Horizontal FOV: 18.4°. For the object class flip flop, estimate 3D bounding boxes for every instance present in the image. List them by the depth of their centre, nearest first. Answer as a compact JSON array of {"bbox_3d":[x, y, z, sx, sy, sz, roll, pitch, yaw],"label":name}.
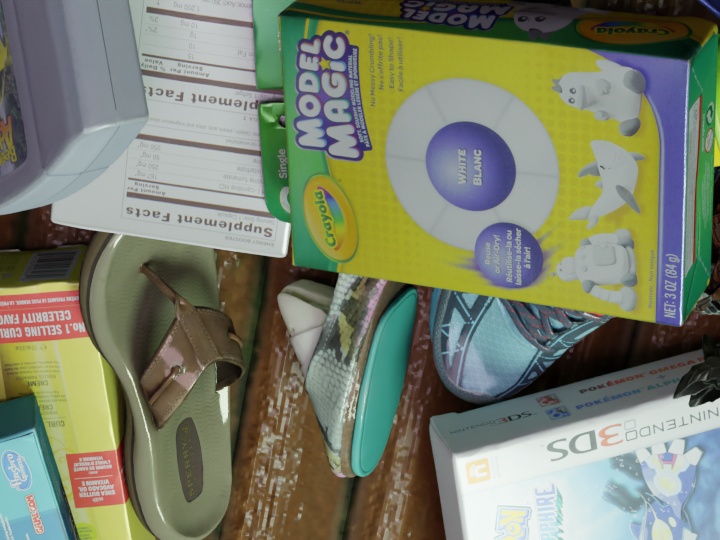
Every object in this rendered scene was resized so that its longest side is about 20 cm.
[{"bbox_3d":[-0.085,0.051,1.081,0.057,0.081,0.201,20,126,40],"label":"flip flop"}]

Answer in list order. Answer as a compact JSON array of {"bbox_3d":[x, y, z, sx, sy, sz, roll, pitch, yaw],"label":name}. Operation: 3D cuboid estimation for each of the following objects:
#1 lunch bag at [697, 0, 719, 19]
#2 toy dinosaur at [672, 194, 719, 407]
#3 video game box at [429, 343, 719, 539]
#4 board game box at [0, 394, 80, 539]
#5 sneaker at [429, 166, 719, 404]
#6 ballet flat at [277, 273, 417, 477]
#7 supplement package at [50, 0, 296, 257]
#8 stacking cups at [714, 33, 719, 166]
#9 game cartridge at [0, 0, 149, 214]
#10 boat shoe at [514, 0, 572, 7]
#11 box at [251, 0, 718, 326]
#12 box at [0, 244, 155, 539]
[{"bbox_3d":[0.163,-0.191,0.932,0.199,0.133,0.136,35,112,-12],"label":"lunch bag"},{"bbox_3d":[0.187,-0.011,0.980,0.101,0.200,0.137,-1,73,5],"label":"toy dinosaur"},{"bbox_3d":[0.136,0.146,1.106,0.181,0.047,0.201,-14,114,-8],"label":"video game box"},{"bbox_3d":[-0.234,0.161,1.087,0.198,0.047,0.152,-15,110,-3],"label":"board game box"},{"bbox_3d":[0.096,-0.010,1.038,0.079,0.096,0.200,33,113,-9],"label":"sneaker"},{"bbox_3d":[0.000,0.000,1.073,0.071,0.069,0.201,21,111,14],"label":"ballet flat"},{"bbox_3d":[-0.069,-0.124,0.989,0.109,0.114,0.201,9,115,-1],"label":"supplement package"},{"bbox_3d":[0.204,-0.080,0.895,0.198,0.061,0.061,-10,114,19],"label":"stacking cups"},{"bbox_3d":[-0.157,-0.093,0.965,0.041,0.199,0.134,-14,91,-33],"label":"game cartridge"},{"bbox_3d":[0.069,-0.104,0.988,0.068,0.084,0.201,-34,84,26],"label":"boat shoe"},{"bbox_3d":[0.043,-0.052,0.904,0.199,0.048,0.118,9,119,24],"label":"box"},{"bbox_3d":[-0.151,0.088,1.126,0.075,0.050,0.202,-3,114,6],"label":"box"}]
